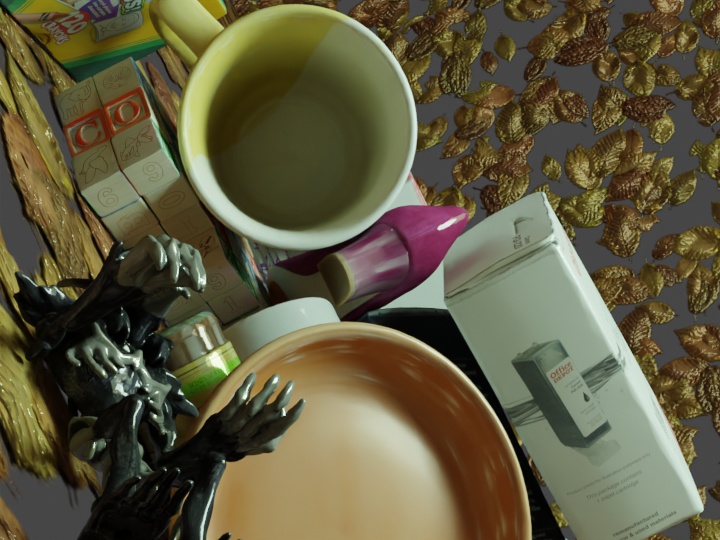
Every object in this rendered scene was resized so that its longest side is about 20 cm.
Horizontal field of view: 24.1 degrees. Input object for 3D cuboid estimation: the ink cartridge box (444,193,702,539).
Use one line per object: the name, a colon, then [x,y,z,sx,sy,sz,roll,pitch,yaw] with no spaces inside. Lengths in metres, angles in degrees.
ink cartridge box: [0.134,0.065,1.100,0.201,0.084,0.146,62,9,-11]

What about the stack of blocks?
stack of blocks: [-0.121,-0.028,1.102,0.116,0.058,0.200,66,4,38]

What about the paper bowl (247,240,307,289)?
paper bowl: [-0.053,0.035,1.330,0.202,0.104,0.201,63,3,-6]

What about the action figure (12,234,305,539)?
action figure: [-0.083,0.051,0.712,0.119,0.102,0.201,48,14,-35]

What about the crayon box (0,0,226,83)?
crayon box: [-0.172,-0.201,1.110,0.059,0.118,0.200,64,3,15]

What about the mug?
mug: [-0.048,-0.102,1.107,0.153,0.148,0.189,144,-68,-85]

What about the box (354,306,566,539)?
box: [0.026,0.147,1.114,0.104,0.148,0.201,1,56,-51]

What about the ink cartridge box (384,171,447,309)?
ink cartridge box: [0.014,-0.036,1.337,0.146,0.084,0.200,63,0,-27]

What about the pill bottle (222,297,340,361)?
pill bottle: [-0.022,0.127,1.010,0.201,0.113,0.114,65,3,18]

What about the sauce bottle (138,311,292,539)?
sauce bottle: [-0.060,0.121,0.865,0.201,0.064,0.065,63,3,-3]

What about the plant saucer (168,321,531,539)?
plant saucer: [-0.006,0.128,0.835,0.037,0.199,0.202,-24,-88,59]

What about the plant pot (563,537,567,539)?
plant pot: [0.115,0.300,1.338,0.200,0.196,0.196,48,5,-7]

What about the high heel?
high heel: [0.000,0.000,1.132,0.068,0.095,0.200,63,-22,8]
